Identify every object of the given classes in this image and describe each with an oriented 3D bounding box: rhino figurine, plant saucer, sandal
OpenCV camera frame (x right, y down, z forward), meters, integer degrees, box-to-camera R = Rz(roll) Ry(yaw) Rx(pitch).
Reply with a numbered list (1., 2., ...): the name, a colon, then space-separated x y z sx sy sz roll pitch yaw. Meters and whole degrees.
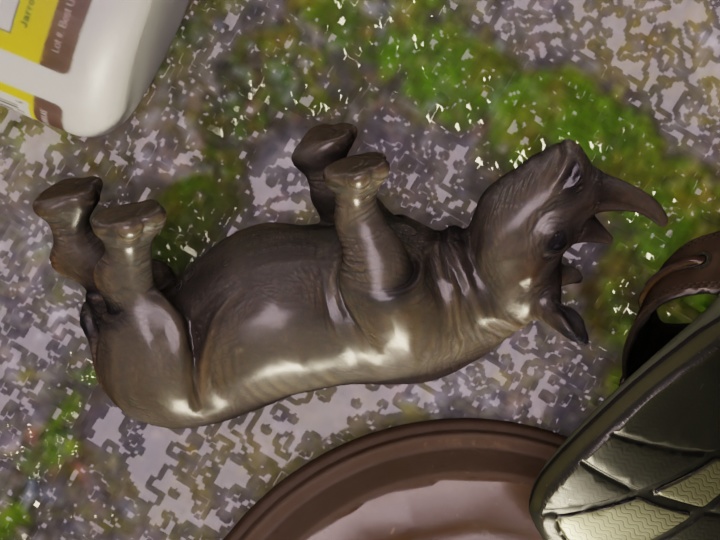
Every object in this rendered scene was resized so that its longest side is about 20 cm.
1. rhino figurine: 0.000 0.000 0.908 0.200 0.060 0.088 -11 114 5
2. plant saucer: 0.035 0.149 0.919 0.200 0.029 0.201 0 89 -6
3. sandal: 0.127 0.015 0.904 0.201 0.057 0.080 -50 128 -9

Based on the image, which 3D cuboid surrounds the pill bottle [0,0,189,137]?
1. pill bottle: -0.149 -0.126 0.884 0.200 0.109 0.109 23 97 1
